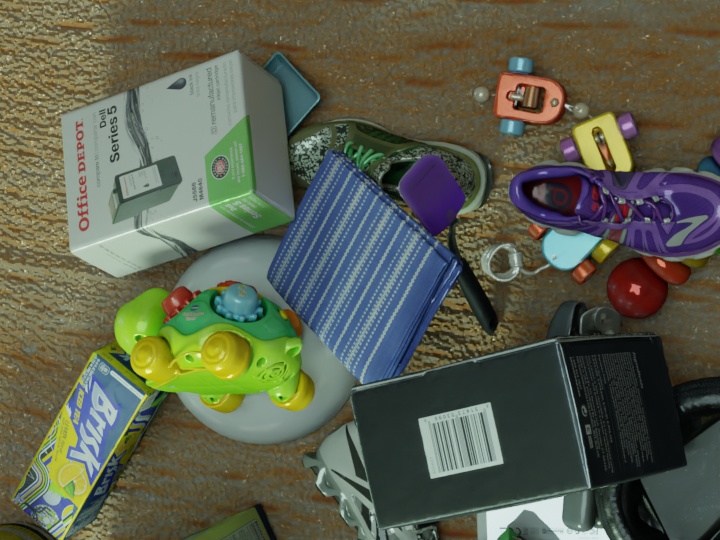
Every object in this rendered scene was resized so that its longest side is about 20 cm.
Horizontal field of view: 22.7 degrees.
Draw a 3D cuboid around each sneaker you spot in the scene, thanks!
[{"bbox_3d":[0.016,-0.096,1.625,0.199,0.089,0.077,8,95,15],"label":"sneaker"},{"bbox_3d":[0.219,-0.051,1.512,0.199,0.083,0.081,5,93,21],"label":"sneaker"},{"bbox_3d":[0.039,0.222,1.645,0.088,0.074,0.200,-41,83,16],"label":"sneaker"}]

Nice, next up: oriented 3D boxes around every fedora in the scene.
[{"bbox_3d":[0.308,0.182,1.559,0.200,0.092,0.202,2,96,19],"label":"fedora"}]

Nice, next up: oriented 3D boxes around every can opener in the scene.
[{"bbox_3d":[0.196,0.128,1.590,0.067,0.053,0.201,9,97,47],"label":"can opener"}]

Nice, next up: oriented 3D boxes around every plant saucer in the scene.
[{"bbox_3d":[-0.118,-0.110,1.692,0.200,0.019,0.070,-48,65,12],"label":"plant saucer"}]

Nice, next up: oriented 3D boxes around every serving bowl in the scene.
[{"bbox_3d":[-0.101,0.068,1.680,0.199,0.066,0.201,1,94,15],"label":"serving bowl"}]

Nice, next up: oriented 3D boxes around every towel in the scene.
[{"bbox_3d":[0.000,0.000,1.560,0.200,0.024,0.145,45,114,42],"label":"towel"}]

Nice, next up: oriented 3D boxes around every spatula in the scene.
[{"bbox_3d":[0.086,-0.018,1.589,0.021,0.200,0.057,15,53,40],"label":"spatula"}]

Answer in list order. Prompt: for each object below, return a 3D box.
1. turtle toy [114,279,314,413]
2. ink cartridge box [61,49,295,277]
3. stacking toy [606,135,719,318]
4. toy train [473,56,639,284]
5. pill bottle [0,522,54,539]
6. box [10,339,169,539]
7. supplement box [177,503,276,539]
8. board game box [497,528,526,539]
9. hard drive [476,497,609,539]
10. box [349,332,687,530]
[{"bbox_3d":[-0.136,0.062,1.593,0.199,0.146,0.102,-3,70,30],"label":"turtle toy"},{"bbox_3d":[-0.170,-0.095,1.647,0.199,0.084,0.146,-17,66,23],"label":"ink cartridge box"},{"bbox_3d":[0.293,-0.036,1.565,0.085,0.085,0.200,44,110,9],"label":"stacking toy"},{"bbox_3d":[0.173,-0.087,1.603,0.150,0.056,0.201,5,91,16],"label":"toy train"},{"bbox_3d":[-0.365,0.310,1.697,0.111,0.200,0.112,1,93,15],"label":"pill bottle"},{"bbox_3d":[-0.253,0.159,1.702,0.070,0.064,0.200,38,117,10],"label":"box"},{"bbox_3d":[-0.177,0.328,1.645,0.199,0.200,0.135,-25,86,15],"label":"supplement box"},{"bbox_3d":[0.125,0.344,1.618,0.134,0.029,0.200,36,109,-10],"label":"board game box"},{"bbox_3d":[0.171,0.197,1.632,0.131,0.027,0.201,-2,93,15],"label":"hard drive"},{"bbox_3d":[0.133,0.130,1.475,0.199,0.196,0.124,-16,82,32],"label":"box"}]
